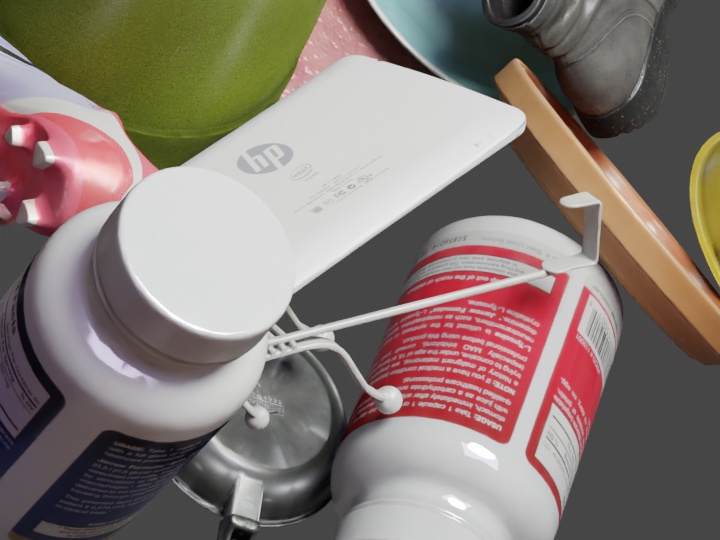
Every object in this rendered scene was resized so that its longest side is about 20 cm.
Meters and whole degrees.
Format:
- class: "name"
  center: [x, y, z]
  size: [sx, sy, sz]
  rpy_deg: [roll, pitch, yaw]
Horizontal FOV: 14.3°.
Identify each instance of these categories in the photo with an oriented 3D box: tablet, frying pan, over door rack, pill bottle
- class: "tablet"
  center: [-0.030, -0.043, 1.377]
  size: [0.130, 0.014, 0.200]
  rpy_deg: [22, 45, 41]
- class: "frying pan"
  center: [-0.068, 0.093, 1.367]
  size: [0.115, 0.031, 0.190]
  rpy_deg: [37, 47, -5]
- class: "over door rack"
  center: [0.000, 0.000, 1.375]
  size: [0.199, 0.067, 0.148]
  rpy_deg: [-25, 36, -19]
- class: "pill bottle"
  center: [-0.107, 0.038, 1.260]
  size: [0.111, 0.200, 0.111]
  rpy_deg: [15, 55, -23]
- class: "pill bottle"
  center: [0.051, 0.079, 1.390]
  size: [0.112, 0.112, 0.200]
  rpy_deg: [32, 50, -11]

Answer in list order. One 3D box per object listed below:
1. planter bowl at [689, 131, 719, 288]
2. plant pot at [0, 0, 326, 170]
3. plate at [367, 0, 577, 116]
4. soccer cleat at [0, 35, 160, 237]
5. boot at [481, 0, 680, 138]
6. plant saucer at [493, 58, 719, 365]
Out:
- class: "planter bowl"
  center: [0.285, -0.022, 1.591]
  size: [0.200, 0.083, 0.201]
  rpy_deg: [24, 42, -24]
- class: "plant pot"
  center: [-0.086, -0.176, 1.411]
  size: [0.200, 0.193, 0.201]
  rpy_deg: [16, 55, -23]
- class: "plate"
  center: [0.073, -0.167, 1.613]
  size: [0.199, 0.026, 0.201]
  rpy_deg: [15, 54, -23]
- class: "soccer cleat"
  center: [-0.156, -0.069, 1.346]
  size: [0.076, 0.067, 0.200]
  rpy_deg: [8, 21, -35]
- class: "boot"
  center: [0.124, -0.184, 1.556]
  size: [0.132, 0.070, 0.201]
  rpy_deg: [46, 38, -41]
- class: "plant saucer"
  center: [0.133, -0.024, 1.487]
  size: [0.200, 0.032, 0.200]
  rpy_deg: [49, 8, -9]
